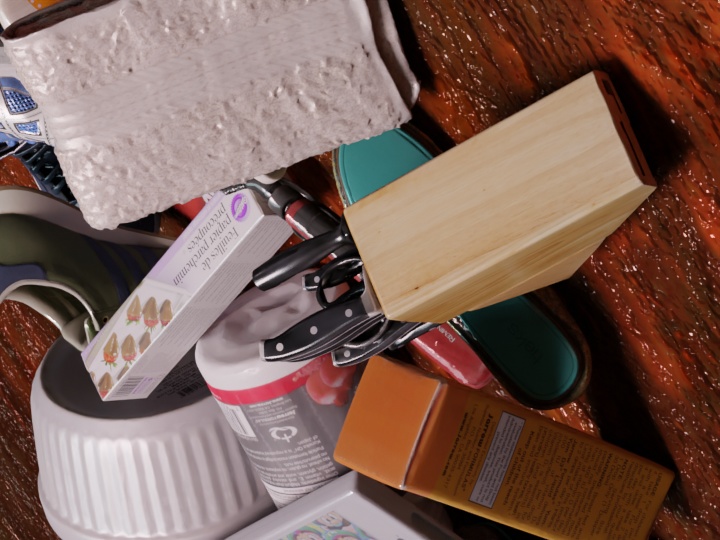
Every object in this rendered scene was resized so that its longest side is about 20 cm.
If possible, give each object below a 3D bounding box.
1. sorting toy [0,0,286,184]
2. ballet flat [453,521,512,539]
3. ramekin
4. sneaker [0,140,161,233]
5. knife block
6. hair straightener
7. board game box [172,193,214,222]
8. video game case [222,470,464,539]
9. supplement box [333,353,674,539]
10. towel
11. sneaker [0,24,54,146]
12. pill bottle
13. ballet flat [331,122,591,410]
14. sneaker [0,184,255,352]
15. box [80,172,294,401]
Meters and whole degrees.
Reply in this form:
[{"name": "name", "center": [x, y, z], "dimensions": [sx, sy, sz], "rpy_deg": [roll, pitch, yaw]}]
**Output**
[{"name": "sorting toy", "center": [-0.109, -0.123, 1.430], "dimensions": [0.180, 0.107, 0.200], "rpy_deg": [48, -178, -10]}, {"name": "ballet flat", "center": [0.060, 0.233, 1.716], "dimensions": [0.068, 0.067, 0.200], "rpy_deg": [45, 155, 10]}, {"name": "ramekin", "center": [-0.132, 0.098, 1.711], "dimensions": [0.200, 0.200, 0.106], "rpy_deg": [24, 135, 44]}, {"name": "sneaker", "center": [-0.214, -0.076, 1.653], "dimensions": [0.203, 0.077, 0.146], "rpy_deg": [56, -162, -13]}, {"name": "knife block", "center": [0.036, -0.015, 1.258], "dimensions": [0.064, 0.175, 0.200], "rpy_deg": [67, 159, 13]}, {"name": "hair straightener", "center": [0.000, 0.000, 1.479], "dimensions": [0.199, 0.041, 0.077], "rpy_deg": [34, -176, 1]}, {"name": "board game box", "center": [-0.107, -0.092, 1.597], "dimensions": [0.103, 0.019, 0.200], "rpy_deg": [38, 153, 22]}, {"name": "video game case", "center": [0.001, 0.214, 1.616], "dimensions": [0.182, 0.024, 0.200], "rpy_deg": [36, 137, -23]}, {"name": "supplement box", "center": [0.082, 0.108, 1.380], "dimensions": [0.199, 0.069, 0.066], "rpy_deg": [21, 178, -40]}, {"name": "towel", "center": [-0.075, -0.105, 1.325], "dimensions": [0.035, 0.199, 0.133], "rpy_deg": [-109, -3, -58]}, {"name": "sneaker", "center": [-0.196, -0.110, 1.545], "dimensions": [0.199, 0.076, 0.077], "rpy_deg": [30, 123, -7]}, {"name": "pill bottle", "center": [-0.017, 0.108, 1.615], "dimensions": [0.110, 0.111, 0.201], "rpy_deg": [13, 137, 54]}, {"name": "ballet flat", "center": [0.057, -0.005, 1.395], "dimensions": [0.200, 0.071, 0.071], "rpy_deg": [50, 156, 6]}, {"name": "sneaker", "center": [-0.166, 0.017, 1.651], "dimensions": [0.199, 0.090, 0.067], "rpy_deg": [20, 154, -25]}, {"name": "box", "center": [-0.106, 0.010, 1.562], "dimensions": [0.200, 0.041, 0.039], "rpy_deg": [-48, 60, 37]}]
